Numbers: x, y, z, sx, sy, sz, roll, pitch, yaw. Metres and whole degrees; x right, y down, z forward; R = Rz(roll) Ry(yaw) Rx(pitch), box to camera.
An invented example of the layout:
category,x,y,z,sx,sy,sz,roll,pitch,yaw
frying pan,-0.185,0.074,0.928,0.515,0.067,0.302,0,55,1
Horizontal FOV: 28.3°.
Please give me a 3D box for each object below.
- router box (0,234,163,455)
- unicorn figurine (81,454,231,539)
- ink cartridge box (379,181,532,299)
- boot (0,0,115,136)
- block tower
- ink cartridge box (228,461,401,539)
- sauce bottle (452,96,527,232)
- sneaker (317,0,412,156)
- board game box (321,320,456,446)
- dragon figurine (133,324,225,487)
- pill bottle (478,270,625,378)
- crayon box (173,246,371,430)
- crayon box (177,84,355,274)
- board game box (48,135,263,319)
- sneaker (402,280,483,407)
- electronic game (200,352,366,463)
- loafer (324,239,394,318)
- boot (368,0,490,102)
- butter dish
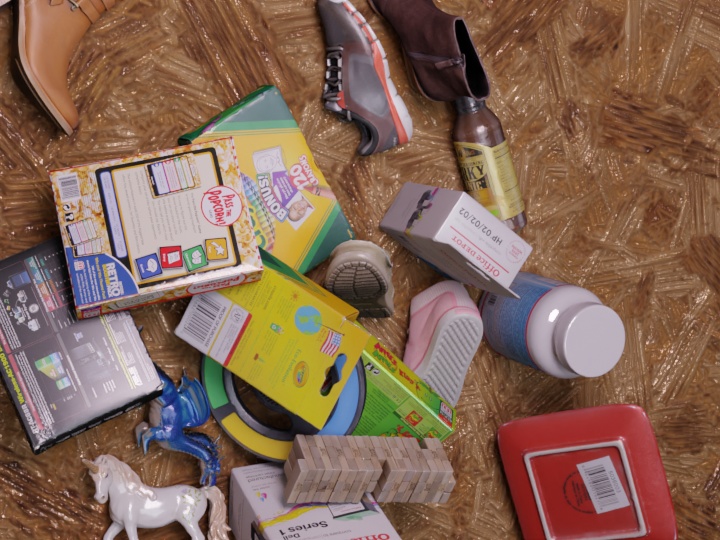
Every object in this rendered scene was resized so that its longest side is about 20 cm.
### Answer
category,x,y,z,sx,sy,sz,roll,pitch,yaw
router box,-0.315,0.072,1.503,0.148,0.062,0.202,-23,82,-18
unicorn figurine,-0.241,0.275,1.606,0.198,0.073,0.140,3,87,-37
ink cartridge box,0.116,-0.036,1.633,0.115,0.200,0.068,36,84,-23
boot,-0.304,-0.259,1.496,0.154,0.073,0.202,-33,111,-19
block tower,0.009,0.223,1.598,0.197,0.058,0.054,4,128,-26
ink cartridge box,-0.052,0.298,1.605,0.143,0.200,0.085,-6,117,-21
sauce bottle,0.146,-0.141,1.706,0.064,0.065,0.203,-22,104,-18
sneaker,-0.011,-0.219,1.624,0.081,0.077,0.202,-30,107,-9
board game box,0.006,0.141,1.655,0.200,0.048,0.101,42,113,-13
dragon figurine,-0.206,0.148,1.601,0.098,0.059,0.203,-11,102,-21
pill bottle,0.227,0.067,1.695,0.107,0.200,0.111,-3,99,-21
crayon box,-0.090,0.066,1.550,0.199,0.051,0.128,33,106,13
crayon box,-0.105,-0.092,1.609,0.118,0.058,0.202,-34,109,-15
board game box,-0.214,-0.046,1.492,0.197,0.046,0.154,-11,76,-11
sneaker,0.084,0.101,1.716,0.074,0.105,0.202,13,122,-20
electronic game,-0.088,0.122,1.607,0.197,0.042,0.203,5,106,16
loafer,0.000,0.000,1.616,0.074,0.200,0.069,-2,72,4
boot,0.079,-0.286,1.599,0.072,0.166,0.202,-26,107,-17
butter dish,0.294,0.245,1.788,0.197,0.148,0.203,-11,106,24
